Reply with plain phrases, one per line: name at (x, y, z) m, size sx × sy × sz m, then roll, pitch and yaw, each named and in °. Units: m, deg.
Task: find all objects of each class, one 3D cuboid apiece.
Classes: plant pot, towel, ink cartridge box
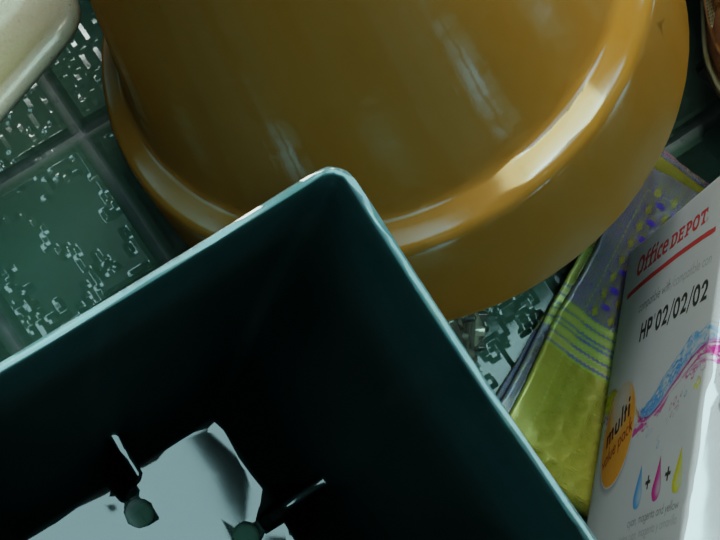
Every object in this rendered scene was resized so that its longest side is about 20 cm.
plant pot at (-0.010, -0.107, 0.675) m, size 0.200 × 0.183 × 0.200 m, roll -8°, pitch 63°, yaw 16°
towel at (0.155, 0.055, 0.805) m, size 0.200 × 0.023 × 0.144 m, roll 33°, pitch 71°, yaw -2°
plant pot at (-0.045, 0.087, 0.660) m, size 0.141 × 0.200 × 0.141 m, roll -32°, pitch 84°, yaw -19°
ink cartridge box at (0.132, 0.040, 0.732) m, size 0.068 × 0.115 × 0.200 m, roll 14°, pitch 72°, yaw -8°

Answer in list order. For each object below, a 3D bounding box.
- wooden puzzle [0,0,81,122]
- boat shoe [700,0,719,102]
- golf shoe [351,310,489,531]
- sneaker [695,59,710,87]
wooden puzzle at (-0.221, -0.080, 0.681) m, size 0.200 × 0.037 × 0.185 m, roll 41°, pitch 85°, yaw -2°
boat shoe at (0.148, -0.118, 0.732) m, size 0.076 × 0.074 × 0.200 m, roll -12°, pitch 42°, yaw 2°
golf shoe at (0.000, 0.000, 0.772) m, size 0.097 × 0.078 × 0.200 m, roll 3°, pitch 69°, yaw 7°
sneaker at (0.180, -0.073, 0.824) m, size 0.090 × 0.066 × 0.200 m, roll -21°, pitch 77°, yaw -14°
